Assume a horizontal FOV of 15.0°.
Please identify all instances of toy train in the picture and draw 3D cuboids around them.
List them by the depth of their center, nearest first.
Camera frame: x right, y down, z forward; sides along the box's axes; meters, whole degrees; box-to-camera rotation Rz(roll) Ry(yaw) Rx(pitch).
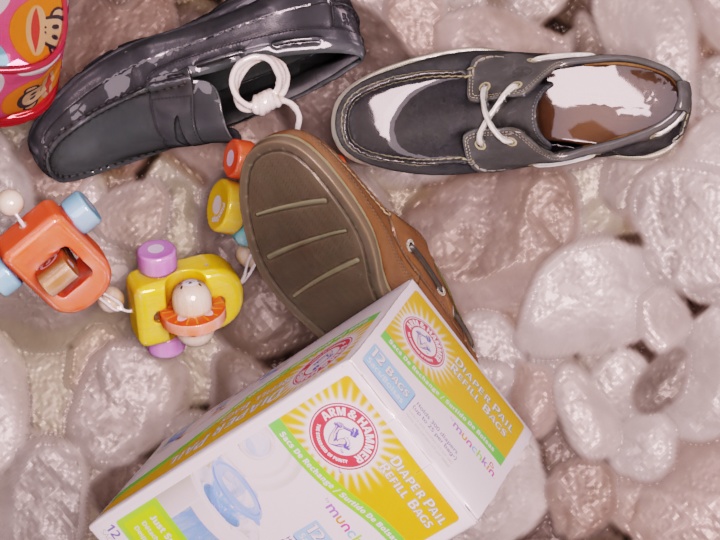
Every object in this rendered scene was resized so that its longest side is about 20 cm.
[{"bbox_3d":[-0.098,-0.021,1.500,0.200,0.150,0.056,-35,38,1],"label":"toy train"}]

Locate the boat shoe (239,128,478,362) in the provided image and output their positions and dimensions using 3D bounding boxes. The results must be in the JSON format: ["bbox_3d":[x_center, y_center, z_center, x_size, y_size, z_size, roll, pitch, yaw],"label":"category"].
[{"bbox_3d":[0.000,0.000,1.486,0.072,0.068,0.200,-14,118,30],"label":"boat shoe"}]

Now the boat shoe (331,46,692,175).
[{"bbox_3d":[0.083,-0.090,1.504,0.200,0.068,0.072,-2,90,1],"label":"boat shoe"}]

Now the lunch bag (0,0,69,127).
[{"bbox_3d":[-0.250,-0.181,1.518,0.176,0.082,0.200,3,65,-9],"label":"lunch bag"}]

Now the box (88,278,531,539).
[{"bbox_3d":[-0.026,0.111,1.450,0.200,0.101,0.113,-33,99,30],"label":"box"}]

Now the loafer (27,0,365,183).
[{"bbox_3d":[-0.092,-0.100,1.532,0.200,0.068,0.070,-27,57,2],"label":"loafer"}]
